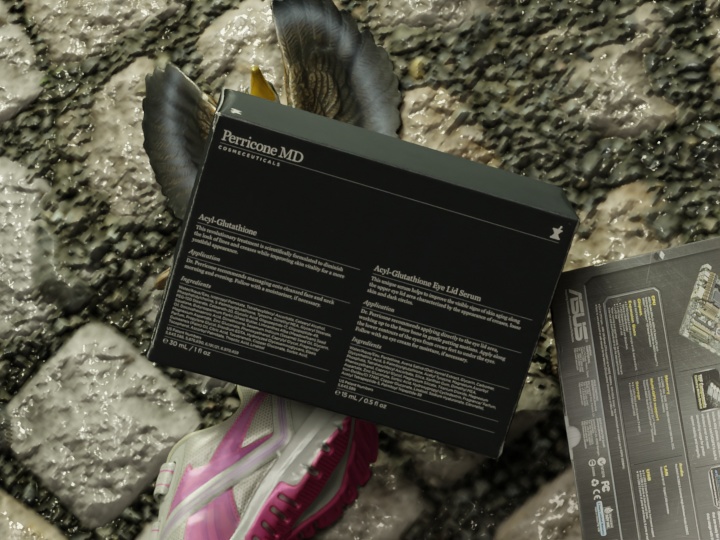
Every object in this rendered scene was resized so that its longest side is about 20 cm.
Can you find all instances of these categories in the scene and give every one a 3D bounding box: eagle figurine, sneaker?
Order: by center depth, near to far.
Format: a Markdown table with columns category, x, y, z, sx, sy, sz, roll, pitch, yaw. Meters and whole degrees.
| category | x | y | z | sx | sy | sz | roll | pitch | yaw |
| --- | --- | --- | --- | --- | --- | --- | --- | --- | --- |
| sneaker | -0.080 | 0.143 | 1.131 | 0.088 | 0.082 | 0.200 | 30 | 70 | 30 |
| eagle figurine | -0.048 | -0.067 | 1.208 | 0.151 | 0.152 | 0.200 | 12 | 27 | -16 |

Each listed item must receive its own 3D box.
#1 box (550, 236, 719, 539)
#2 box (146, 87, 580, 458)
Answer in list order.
| category | x | y | z | sx | sy | sz | roll | pitch | yaw |
| --- | --- | --- | --- | --- | --- | --- | --- | --- | --- |
| box | 0.190 | 0.082 | 1.074 | 0.157 | 0.048 | 0.201 | -13 | 62 | 13 |
| box | 0.000 | 0.000 | 1.085 | 0.199 | 0.079 | 0.142 | 16 | 107 | -6 |
